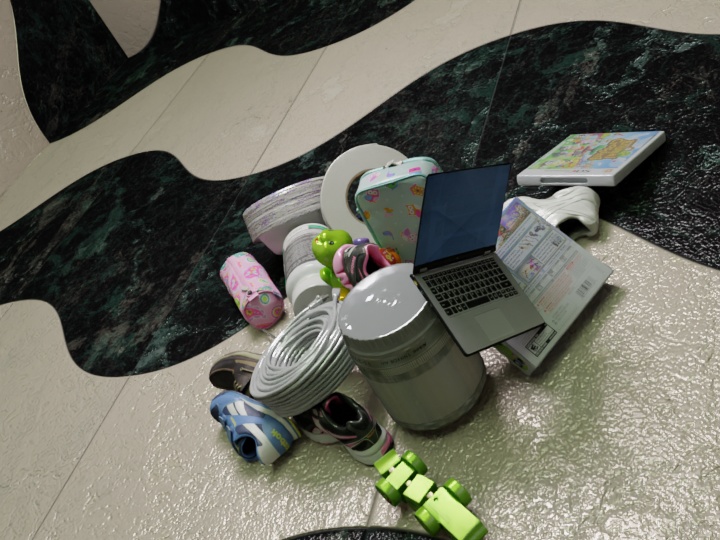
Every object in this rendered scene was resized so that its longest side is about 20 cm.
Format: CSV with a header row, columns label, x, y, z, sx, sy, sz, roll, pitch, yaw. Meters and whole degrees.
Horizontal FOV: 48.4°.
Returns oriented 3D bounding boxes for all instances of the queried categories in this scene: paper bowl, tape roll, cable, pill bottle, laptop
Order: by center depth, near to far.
label,x,y,z,sx,sy,sz,roll,pitch,yaw
laptop,0.167,-0.020,1.043,0.186,0.201,0.116,-14,-26,-44
cable,-0.080,0.133,1.224,0.200,0.069,0.200,-39,21,5
pill bottle,-0.083,0.009,1.463,0.112,0.114,0.201,-26,33,8
tape roll,0.023,-0.134,1.496,0.202,0.203,0.037,-36,0,-7
paper bowl,-0.127,-0.102,1.606,0.199,0.105,0.201,-24,-3,-1

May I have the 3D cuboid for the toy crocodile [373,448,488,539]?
label,x,y,z,sx,sy,sz,roll,pitch,yaw
toy crocodile,0.083,0.289,1.019,0.067,0.062,0.199,-44,39,-19

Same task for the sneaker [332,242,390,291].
label,x,y,z,sx,sy,sz,roll,pitch,yaw
sneaker,0.041,0.040,1.240,0.095,0.201,0.079,-23,16,51

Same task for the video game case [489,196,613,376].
label,x,y,z,sx,sy,sz,roll,pitch,yaw
video game case,0.235,0.019,1.161,0.181,0.046,0.200,40,69,13

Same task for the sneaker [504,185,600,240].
label,x,y,z,sx,sy,sz,roll,pitch,yaw
sneaker,0.291,-0.070,1.298,0.198,0.078,0.100,-17,39,23

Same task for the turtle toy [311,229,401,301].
label,x,y,z,sx,sy,sz,roll,pitch,yaw
turtle toy,0.000,0.000,1.345,0.101,0.199,0.146,-50,28,30

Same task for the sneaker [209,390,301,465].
label,x,y,z,sx,sy,sz,roll,pitch,yaw
sneaker,-0.185,0.250,1.272,0.199,0.074,0.082,7,51,46

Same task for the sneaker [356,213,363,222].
label,x,y,z,sx,sy,sz,roll,pitch,yaw
sneaker,0.059,-0.119,1.568,0.199,0.076,0.078,-34,19,-12

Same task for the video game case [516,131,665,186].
label,x,y,z,sx,sy,sz,roll,pitch,yaw
video game case,0.395,-0.193,1.369,0.181,0.022,0.200,6,32,44

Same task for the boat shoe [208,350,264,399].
label,x,y,z,sx,sy,sz,roll,pitch,yaw
boat shoe,-0.184,0.184,1.355,0.199,0.075,0.074,-10,38,32

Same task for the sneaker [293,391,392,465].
label,x,y,z,sx,sy,sz,roll,pitch,yaw
sneaker,-0.037,0.210,1.188,0.199,0.087,0.080,10,49,46

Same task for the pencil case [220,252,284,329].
label,x,y,z,sx,sy,sz,roll,pitch,yaw
pencil case,-0.214,0.035,1.564,0.087,0.088,0.200,-35,32,-5

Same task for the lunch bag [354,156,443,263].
label,x,y,z,sx,sy,sz,roll,pitch,yaw
lunch bag,0.084,-0.098,1.385,0.159,0.201,0.077,-11,36,27

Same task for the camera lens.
label,x,y,z,sx,sy,sz,roll,pitch,yaw
camera lens,0.075,0.111,1.120,0.159,0.201,0.161,-21,34,15

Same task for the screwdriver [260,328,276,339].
label,x,y,z,sx,sy,sz,roll,pitch,yaw
screwdriver,-0.126,0.138,1.416,0.028,0.029,0.199,-43,31,-17
